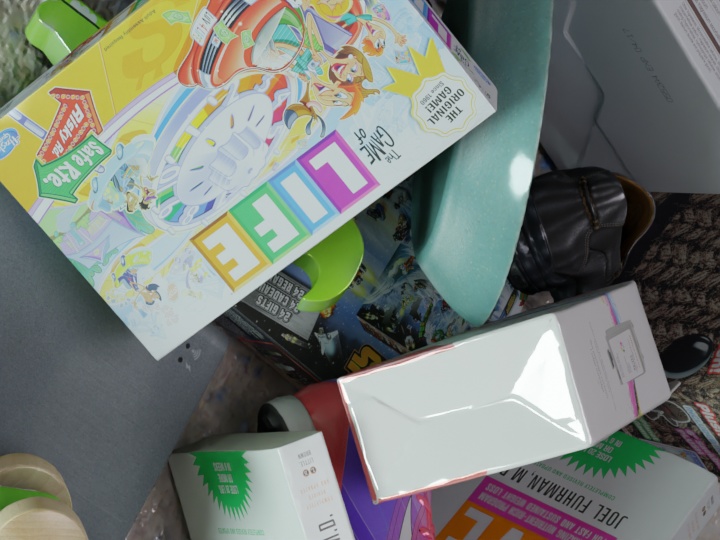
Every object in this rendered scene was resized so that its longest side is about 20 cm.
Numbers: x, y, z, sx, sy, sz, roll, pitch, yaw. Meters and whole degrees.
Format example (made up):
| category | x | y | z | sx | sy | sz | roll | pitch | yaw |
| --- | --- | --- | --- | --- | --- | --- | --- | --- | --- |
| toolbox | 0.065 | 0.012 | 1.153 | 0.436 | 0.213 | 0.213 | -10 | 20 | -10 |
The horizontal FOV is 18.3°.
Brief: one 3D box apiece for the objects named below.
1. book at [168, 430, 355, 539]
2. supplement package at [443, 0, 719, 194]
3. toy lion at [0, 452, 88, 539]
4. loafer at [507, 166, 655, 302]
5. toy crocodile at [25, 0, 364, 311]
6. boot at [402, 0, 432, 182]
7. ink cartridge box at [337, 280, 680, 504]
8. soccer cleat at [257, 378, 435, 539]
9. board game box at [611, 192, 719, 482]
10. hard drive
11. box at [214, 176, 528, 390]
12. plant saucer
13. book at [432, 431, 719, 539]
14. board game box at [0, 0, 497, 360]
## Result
| category | x | y | z | sx | sy | sz | roll | pitch | yaw |
| --- | --- | --- | --- | --- | --- | --- | --- | --- | --- |
| book | -0.025 | 0.178 | 1.093 | 0.048 | 0.133 | 0.201 | -19 | 93 | -26 |
| supplement package | 0.148 | -0.149 | 1.214 | 0.111 | 0.155 | 0.200 | -53 | 124 | -24 |
| toy lion | -0.227 | 0.147 | 0.979 | 0.191 | 0.069 | 0.201 | 10 | 107 | -20 |
| loafer | 0.127 | -0.021 | 1.217 | 0.200 | 0.072 | 0.073 | -7 | 79 | -74 |
| toy crocodile | -0.078 | -0.058 | 1.066 | 0.200 | 0.067 | 0.062 | 39 | 71 | -13 |
| boot | -0.053 | -0.141 | 1.065 | 0.157 | 0.079 | 0.212 | 9 | 52 | -43 |
| ink cartridge box | 0.081 | 0.056 | 1.124 | 0.200 | 0.116 | 0.068 | -12 | 85 | -69 |
| soccer cleat | 0.016 | 0.147 | 1.119 | 0.073 | 0.068 | 0.201 | -20 | 77 | -20 |
| board game box | 0.228 | 0.032 | 1.273 | 0.097 | 0.200 | 0.160 | 48 | 65 | -32 |
| hard drive | -0.166 | 0.039 | 1.055 | 0.200 | 0.033 | 0.140 | 40 | 70 | -35 |
| box | 0.000 | 0.000 | 1.184 | 0.200 | 0.040 | 0.137 | 42 | 68 | -35 |
| plant saucer | 0.055 | -0.074 | 1.103 | 0.036 | 0.200 | 0.201 | 8 | 89 | -7 |
| book | 0.084 | 0.166 | 1.200 | 0.200 | 0.133 | 0.048 | -49 | 142 | -27 |
| board game box | -0.057 | -0.069 | 1.008 | 0.200 | 0.034 | 0.135 | -36 | 106 | 16 |
